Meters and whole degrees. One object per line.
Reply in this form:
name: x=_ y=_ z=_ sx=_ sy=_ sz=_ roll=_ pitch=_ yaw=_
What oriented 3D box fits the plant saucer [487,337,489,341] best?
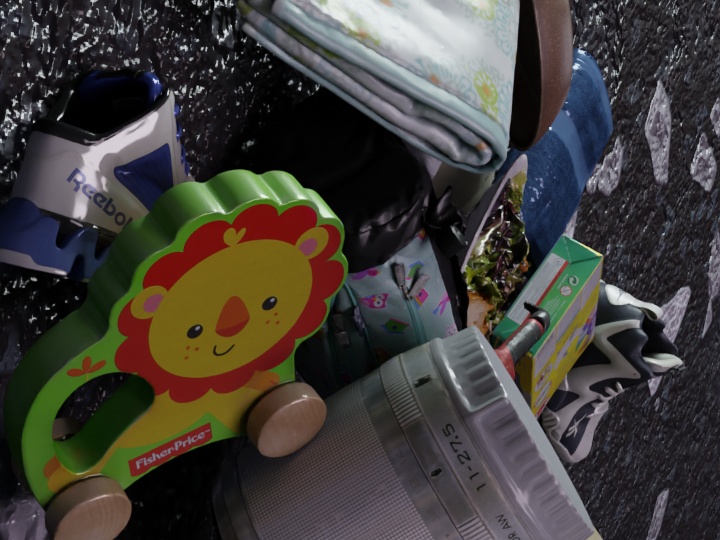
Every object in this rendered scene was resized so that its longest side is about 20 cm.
plant saucer: x=0.046 y=0.113 z=1.234 sx=0.200 sy=0.035 sz=0.202 roll=-30 pitch=126 yaw=-52

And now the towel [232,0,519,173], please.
towel: x=0.020 y=-0.172 z=0.934 sx=0.199 sy=0.048 sz=0.172 roll=31 pitch=52 yaw=-27

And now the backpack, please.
backpack: x=0.000 y=0.000 z=0.997 sx=0.126 sy=0.167 sz=0.201 roll=-21 pitch=133 yaw=-6

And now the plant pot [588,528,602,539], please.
plant pot: x=0.148 y=0.275 z=1.380 sx=0.200 sy=0.134 sz=0.202 roll=-33 pitch=130 yaw=-52

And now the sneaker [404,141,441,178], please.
sneaker: x=0.028 y=-0.156 z=1.052 sx=0.114 sy=0.075 sz=0.200 roll=-59 pitch=144 yaw=-24

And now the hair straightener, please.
hair straightener: x=0.094 y=0.080 z=1.178 sx=0.077 sy=0.041 sz=0.200 roll=-52 pitch=177 yaw=37

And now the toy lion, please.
toy lion: x=-0.097 y=0.039 z=0.809 sx=0.199 sy=0.069 sz=0.193 roll=-25 pitch=141 yaw=-20

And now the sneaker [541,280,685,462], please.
sneaker: x=0.256 y=0.111 z=1.507 sx=0.079 sy=0.129 sz=0.201 roll=-19 pitch=118 yaw=-55

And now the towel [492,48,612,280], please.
towel: x=0.173 y=-0.095 z=1.362 sx=0.201 sy=0.048 sz=0.112 roll=-60 pitch=146 yaw=-27

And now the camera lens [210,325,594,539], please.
camera lens: x=0.021 y=0.146 z=0.924 sx=0.199 sy=0.161 sz=0.160 roll=-31 pitch=145 yaw=5

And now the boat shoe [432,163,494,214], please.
boat shoe: x=0.047 y=-0.042 z=1.148 sx=0.059 sy=0.071 sz=0.201 roll=-35 pitch=-149 yaw=65

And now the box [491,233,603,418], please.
box: x=0.166 y=0.064 z=1.359 sx=0.118 sy=0.048 sz=0.200 roll=-52 pitch=158 yaw=-19

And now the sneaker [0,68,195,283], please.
sneaker: x=-0.116 y=-0.049 z=0.839 sx=0.199 sy=0.080 sz=0.116 roll=10 pitch=95 yaw=-59

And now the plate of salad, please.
plate of salad: x=0.097 y=0.009 z=1.154 sx=0.200 sy=0.048 sz=0.201 roll=21 pitch=90 yaw=-78

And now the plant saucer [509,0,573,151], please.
plant saucer: x=0.116 y=-0.189 z=1.106 sx=0.200 sy=0.036 sz=0.202 roll=169 pitch=-90 yaw=-82
